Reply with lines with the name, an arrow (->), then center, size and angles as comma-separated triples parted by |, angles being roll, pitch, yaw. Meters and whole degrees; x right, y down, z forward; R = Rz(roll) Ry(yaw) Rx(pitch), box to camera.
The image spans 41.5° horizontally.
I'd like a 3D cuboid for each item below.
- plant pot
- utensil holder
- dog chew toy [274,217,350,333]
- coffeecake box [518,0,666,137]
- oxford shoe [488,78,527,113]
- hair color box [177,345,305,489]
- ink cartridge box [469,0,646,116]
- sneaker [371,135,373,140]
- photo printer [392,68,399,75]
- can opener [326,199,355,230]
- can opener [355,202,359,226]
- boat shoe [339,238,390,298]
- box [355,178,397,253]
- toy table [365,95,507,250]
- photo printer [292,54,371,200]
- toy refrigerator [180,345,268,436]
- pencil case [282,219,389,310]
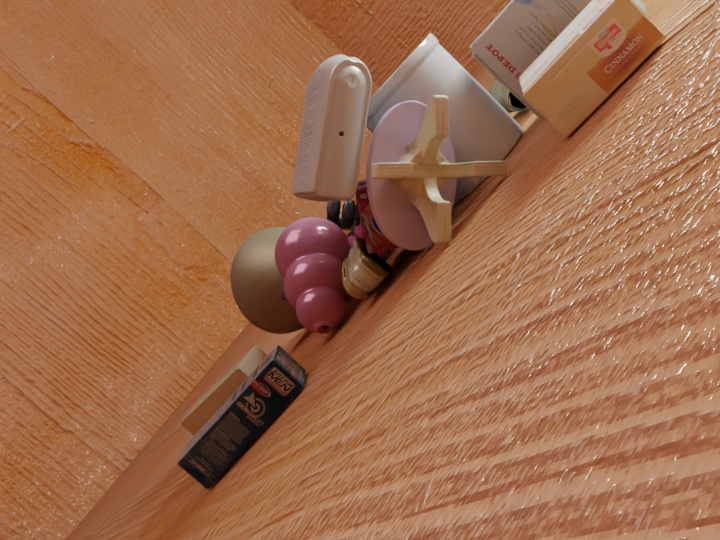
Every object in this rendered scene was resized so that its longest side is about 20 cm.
plant pot -> -0.118, 0.011, 1.735 | 0.134, 0.200, 0.200 | -12, 33, 55
utensil holder -> 0.119, -0.223, 1.420 | 0.170, 0.200, 0.170 | -48, 5, 6
dog chew toy -> -0.070, 0.012, 1.505 | 0.125, 0.124, 0.200 | -44, 41, 34
coffeecake box -> 0.269, -0.253, 1.140 | 0.154, 0.073, 0.200 | -46, 6, 18
oxford shoe -> 0.252, -0.292, 1.557 | 0.074, 0.071, 0.200 | -53, 7, -20
hair color box -> -0.165, 0.205, 1.345 | 0.200, 0.060, 0.100 | -48, 6, 5
ink cartridge box -> 0.272, -0.336, 1.321 | 0.200, 0.144, 0.085 | -45, 6, 26
sneaker -> 0.059, -0.175, 1.753 | 0.074, 0.083, 0.201 | -61, -28, -48
photo printer -> 0.128, -0.254, 1.564 | 0.167, 0.200, 0.069 | -50, 7, -19
can opener -> -0.034, -0.083, 1.646 | 0.200, 0.052, 0.067 | 105, 176, -79
can opener -> 0.049, -0.146, 1.675 | 0.079, 0.063, 0.200 | -43, -13, -42
boat shoe -> 0.000, 0.000, 1.438 | 0.066, 0.074, 0.200 | -51, 0, 6
box -> 0.044, -0.092, 1.435 | 0.095, 0.100, 0.200 | -12, 8, 1
toy table -> 0.087, -0.127, 1.256 | 0.183, 0.201, 0.117 | -15, 7, -18
photo printer -> -0.041, -0.199, 1.340 | 0.166, 0.069, 0.201 | -171, 89, -74
toy refrigerator -> -0.204, 0.208, 1.545 | 0.200, 0.076, 0.070 | -44, 7, 40
pencil case -> -0.036, 0.004, 1.635 | 0.200, 0.091, 0.094 | -46, -4, -10
